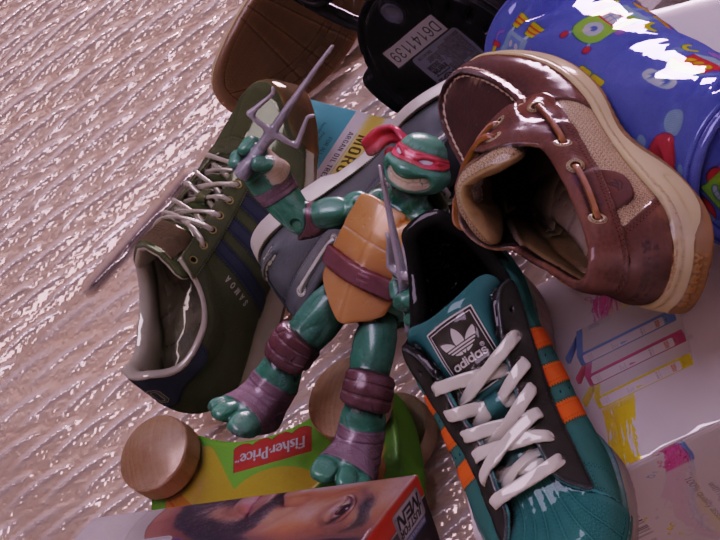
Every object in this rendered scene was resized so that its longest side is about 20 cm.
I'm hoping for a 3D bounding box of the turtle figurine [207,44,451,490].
[{"bbox_3d":[0.000,0.000,1.069,0.149,0.100,0.201,31,107,43],"label":"turtle figurine"}]

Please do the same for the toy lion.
[{"bbox_3d":[-0.056,0.163,1.138,0.199,0.069,0.193,-19,55,26],"label":"toy lion"}]

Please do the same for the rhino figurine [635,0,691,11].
[{"bbox_3d":[0.152,-0.101,1.157,0.060,0.087,0.201,17,69,45],"label":"rhino figurine"}]

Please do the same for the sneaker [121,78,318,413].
[{"bbox_3d":[-0.085,-0.016,1.223,0.067,0.090,0.202,11,90,46],"label":"sneaker"}]

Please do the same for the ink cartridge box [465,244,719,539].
[{"bbox_3d":[0.157,0.066,0.991,0.199,0.129,0.126,-28,44,17],"label":"ink cartridge box"}]

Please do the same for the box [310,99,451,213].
[{"bbox_3d":[0.005,-0.044,1.257,0.199,0.049,0.083,17,70,45],"label":"box"}]

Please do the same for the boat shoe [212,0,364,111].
[{"bbox_3d":[-0.033,-0.184,1.388,0.201,0.072,0.072,-59,18,-8],"label":"boat shoe"}]

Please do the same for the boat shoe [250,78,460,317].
[{"bbox_3d":[0.030,-0.040,1.152,0.199,0.073,0.062,-34,58,19],"label":"boat shoe"}]

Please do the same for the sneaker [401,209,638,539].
[{"bbox_3d":[0.057,0.055,0.918,0.071,0.080,0.201,-33,43,12],"label":"sneaker"}]

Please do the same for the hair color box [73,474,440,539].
[{"bbox_3d":[-0.068,0.161,1.041,0.199,0.064,0.111,-10,19,28],"label":"hair color box"}]

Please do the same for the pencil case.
[{"bbox_3d":[0.135,-0.077,0.978,0.087,0.078,0.200,-32,32,-12],"label":"pencil case"}]

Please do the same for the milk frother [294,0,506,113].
[{"bbox_3d":[0.044,-0.204,1.225,0.180,0.200,0.189,-11,38,44],"label":"milk frother"}]

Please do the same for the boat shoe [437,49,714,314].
[{"bbox_3d":[0.073,-0.042,0.930,0.200,0.071,0.073,-128,43,-51],"label":"boat shoe"}]

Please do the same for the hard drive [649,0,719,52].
[{"bbox_3d":[0.207,-0.089,1.060,0.199,0.027,0.133,-14,52,11],"label":"hard drive"}]
